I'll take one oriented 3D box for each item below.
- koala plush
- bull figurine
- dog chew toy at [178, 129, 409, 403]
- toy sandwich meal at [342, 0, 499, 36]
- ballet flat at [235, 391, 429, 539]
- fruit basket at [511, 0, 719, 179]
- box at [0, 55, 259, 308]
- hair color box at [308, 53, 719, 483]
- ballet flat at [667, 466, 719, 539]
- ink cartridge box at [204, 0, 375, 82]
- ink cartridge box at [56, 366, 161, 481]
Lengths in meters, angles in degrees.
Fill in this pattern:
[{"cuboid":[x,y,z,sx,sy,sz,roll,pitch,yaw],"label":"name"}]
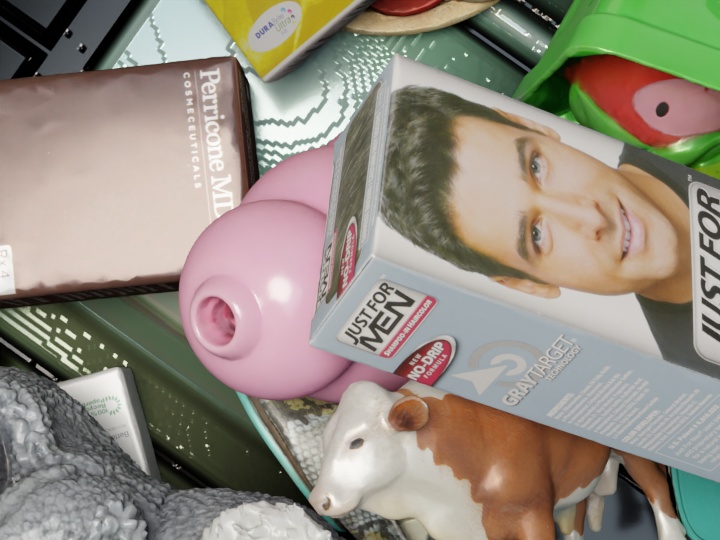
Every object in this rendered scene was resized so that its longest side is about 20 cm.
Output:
[{"cuboid":[-0.086,0.131,0.710,0.199,0.177,0.184,3,66,10],"label":"koala plush"},{"cuboid":[0.063,0.084,0.711,0.065,0.200,0.122,-18,91,39],"label":"bull figurine"},{"cuboid":[0.000,0.000,0.739,0.124,0.200,0.125,9,107,32],"label":"dog chew toy"},{"cuboid":[0.010,-0.210,0.815,0.204,0.070,0.206,0,87,1],"label":"toy sandwich meal"},{"cuboid":[0.018,0.109,0.799,0.072,0.072,0.201,-31,93,-1],"label":"ballet flat"},{"cuboid":[0.163,-0.038,0.769,0.215,0.156,0.216,1,83,-9],"label":"fruit basket"},{"cuboid":[-0.146,-0.034,0.809,0.199,0.075,0.100,-7,87,-1],"label":"box"},{"cuboid":[0.086,0.005,0.666,0.200,0.061,0.099,19,50,-15],"label":"hair color box"},{"cuboid":[0.179,0.121,0.772,0.072,0.072,0.201,-9,96,1],"label":"ballet flat"},{"cuboid":[-0.029,-0.214,0.746,0.198,0.047,0.200,-36,95,37],"label":"ink cartridge box"},{"cuboid":[-0.129,0.152,0.816,0.099,0.039,0.201,-14,85,0],"label":"ink cartridge box"}]
